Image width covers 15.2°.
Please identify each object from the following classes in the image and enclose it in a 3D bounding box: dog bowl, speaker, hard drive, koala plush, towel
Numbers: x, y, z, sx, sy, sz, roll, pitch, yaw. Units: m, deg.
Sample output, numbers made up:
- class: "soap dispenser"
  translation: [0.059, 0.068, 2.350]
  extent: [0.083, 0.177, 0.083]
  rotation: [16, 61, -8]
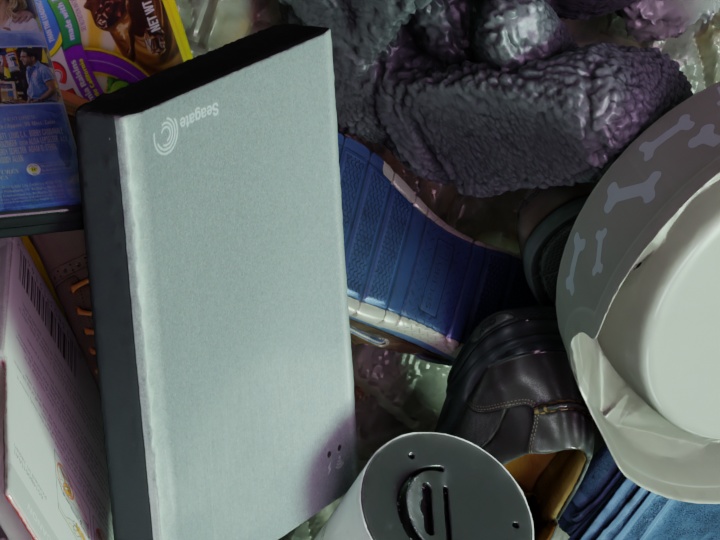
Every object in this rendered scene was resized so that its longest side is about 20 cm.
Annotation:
- class: "dog bowl"
  translation: [0.170, 0.002, 1.114]
  extent: [0.199, 0.059, 0.201]
  rotation: [-15, 132, -17]
- class: "speaker"
  translation: [0.001, 0.154, 1.175]
  extent: [0.081, 0.082, 0.200]
  rotation: [2, 144, -24]
- class: "hard drive"
  translation: [-0.054, 0.015, 1.075]
  extent: [0.139, 0.033, 0.201]
  rotation: [-29, 121, -51]
- class: "koala plush"
  translation: [0.077, -0.145, 1.180]
  extent: [0.200, 0.183, 0.178]
  rotation: [-41, 104, -33]
- class: "towel"
  translation: [0.182, 0.061, 1.263]
  extent: [0.111, 0.049, 0.200]
  rotation: [5, 126, -48]

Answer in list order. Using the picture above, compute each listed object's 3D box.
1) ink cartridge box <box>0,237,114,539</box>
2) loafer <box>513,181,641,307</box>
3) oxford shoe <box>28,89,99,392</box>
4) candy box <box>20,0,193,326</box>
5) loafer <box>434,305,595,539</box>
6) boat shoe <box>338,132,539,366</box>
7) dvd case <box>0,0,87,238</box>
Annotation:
- class: "ink cartridge box"
  translation: [-0.119, 0.110, 1.104]
  extent: [0.044, 0.177, 0.201]
  rotation: [-20, 124, 8]
- class: "loafer"
  translation: [0.120, -0.009, 1.226]
  extent: [0.072, 0.063, 0.200]
  rotation: [-40, 147, 17]
- class: "oxford shoe"
  translation: [-0.093, 0.009, 1.127]
  extent: [0.071, 0.073, 0.200]
  rotation: [-25, 117, 29]
- class: "candy box"
  translation: [-0.118, -0.069, 1.166]
  extent: [0.102, 0.026, 0.201]
  rotation: [-23, 110, -14]
- class: "loafer"
  translation: [0.056, 0.104, 1.210]
  extent: [0.072, 0.073, 0.201]
  rotation: [0, 139, -14]
- class: "boat shoe"
  translation: [0.000, 0.000, 1.200]
  extent: [0.200, 0.072, 0.073]
  rotation: [32, 65, -28]
- class: "dvd case"
  translation: [-0.195, -0.093, 1.053]
  extent: [0.142, 0.201, 0.018]
  rotation: [-7, 148, -20]
